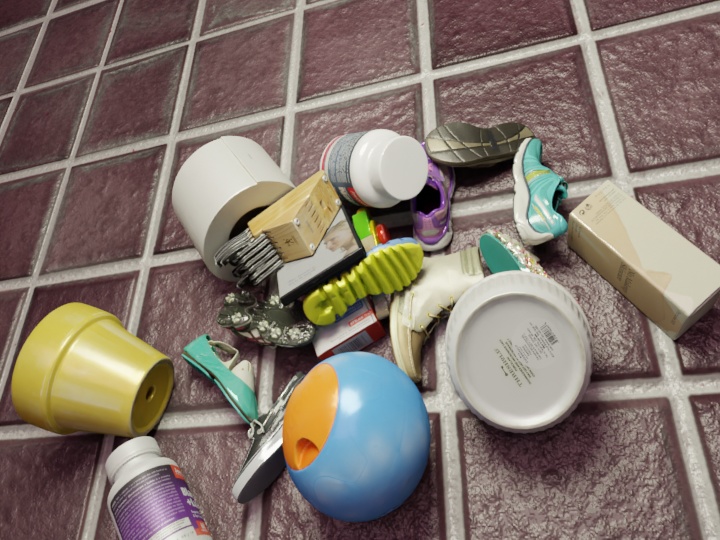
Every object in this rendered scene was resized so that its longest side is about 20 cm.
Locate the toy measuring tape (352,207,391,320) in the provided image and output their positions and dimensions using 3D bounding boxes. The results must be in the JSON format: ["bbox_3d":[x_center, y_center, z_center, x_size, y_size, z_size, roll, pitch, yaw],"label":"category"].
[{"bbox_3d":[0.026,-0.011,0.868,0.071,0.074,0.207,-18,64,10],"label":"toy measuring tape"}]

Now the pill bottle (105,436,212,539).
[{"bbox_3d":[-0.302,0.353,0.779,0.111,0.112,0.200,-40,59,-4],"label":"pill bottle"}]

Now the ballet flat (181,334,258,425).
[{"bbox_3d":[-0.216,0.165,0.866,0.197,0.068,0.071,33,68,31],"label":"ballet flat"}]

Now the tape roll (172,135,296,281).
[{"bbox_3d":[-0.208,-0.105,0.920,0.201,0.204,0.140,-41,57,-5],"label":"tape roll"}]

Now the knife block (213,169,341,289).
[{"bbox_3d":[-0.138,-0.063,0.851,0.170,0.065,0.203,-12,36,32],"label":"knife block"}]

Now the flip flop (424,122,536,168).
[{"bbox_3d":[0.201,-0.206,0.897,0.192,0.058,0.084,-9,66,-12],"label":"flip flop"}]

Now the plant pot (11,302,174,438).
[{"bbox_3d":[-0.418,0.178,0.872,0.182,0.202,0.207,15,69,8],"label":"plant pot"}]

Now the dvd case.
[{"bbox_3d":[-0.070,-0.035,0.828,0.140,0.018,0.201,-32,28,4],"label":"dvd case"}]

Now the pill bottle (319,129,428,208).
[{"bbox_3d":[0.020,-0.165,0.865,0.121,0.119,0.198,-52,26,-11],"label":"pill bottle"}]

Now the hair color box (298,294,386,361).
[{"bbox_3d":[-0.048,0.037,0.872,0.108,0.064,0.204,-29,57,4],"label":"hair color box"}]

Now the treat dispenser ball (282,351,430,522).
[{"bbox_3d":[-0.005,0.211,0.689,0.193,0.202,0.208,-8,61,15],"label":"treat dispenser ball"}]

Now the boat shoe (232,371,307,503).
[{"bbox_3d":[-0.132,0.242,0.793,0.067,0.074,0.202,27,75,28],"label":"boat shoe"}]

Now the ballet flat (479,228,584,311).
[{"bbox_3d":[0.251,0.016,0.781,0.062,0.077,0.203,-17,59,-26],"label":"ballet flat"}]

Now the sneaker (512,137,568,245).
[{"bbox_3d":[0.276,-0.122,0.810,0.077,0.078,0.206,-10,51,26],"label":"sneaker"}]

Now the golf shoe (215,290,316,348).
[{"bbox_3d":[-0.139,0.086,0.852,0.194,0.089,0.079,10,61,34],"label":"golf shoe"}]

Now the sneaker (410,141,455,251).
[{"bbox_3d":[0.116,-0.141,0.886,0.077,0.089,0.207,-7,61,17],"label":"sneaker"}]

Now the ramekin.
[{"bbox_3d":[0.199,0.105,0.677,0.192,0.105,0.210,0,91,17],"label":"ramekin"}]

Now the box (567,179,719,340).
[{"bbox_3d":[0.383,-0.017,0.725,0.077,0.095,0.201,-37,57,-2],"label":"box"}]

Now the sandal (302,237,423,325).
[{"bbox_3d":[0.000,0.000,0.793,0.193,0.081,0.088,-22,34,2],"label":"sandal"}]

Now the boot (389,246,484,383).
[{"bbox_3d":[0.121,0.063,0.793,0.148,0.072,0.207,-8,60,16],"label":"boot"}]
